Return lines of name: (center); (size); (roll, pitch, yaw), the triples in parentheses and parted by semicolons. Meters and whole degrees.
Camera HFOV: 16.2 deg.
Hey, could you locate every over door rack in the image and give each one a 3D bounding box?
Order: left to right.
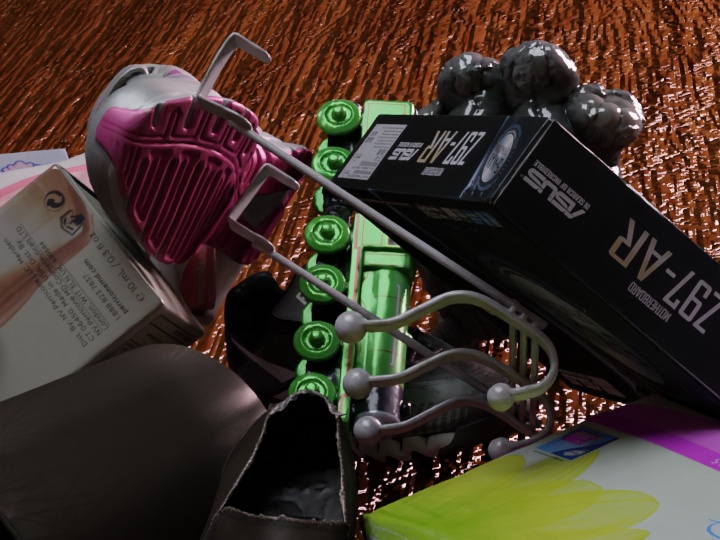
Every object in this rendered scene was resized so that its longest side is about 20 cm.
over door rack: (0.000, 0.012, 1.081); (0.067, 0.200, 0.148); (-42, -18, -13)

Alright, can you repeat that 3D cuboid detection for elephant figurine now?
elephant figurine: (0.074, -0.009, 1.298); (0.141, 0.155, 0.200); (-42, 27, 37)

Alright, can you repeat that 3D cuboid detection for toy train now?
toy train: (0.000, 0.000, 1.205); (0.056, 0.042, 0.201); (3, 55, 2)

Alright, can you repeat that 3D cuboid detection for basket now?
basket: (-0.129, 0.114, 1.041); (0.180, 0.136, 0.200); (-39, -7, 35)

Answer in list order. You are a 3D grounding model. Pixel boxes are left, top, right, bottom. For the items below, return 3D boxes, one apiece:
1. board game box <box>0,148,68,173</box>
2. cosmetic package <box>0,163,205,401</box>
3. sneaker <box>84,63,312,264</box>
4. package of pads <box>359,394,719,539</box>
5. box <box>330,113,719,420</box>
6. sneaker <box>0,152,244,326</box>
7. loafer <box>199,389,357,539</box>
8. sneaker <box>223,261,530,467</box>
board game box: (-0.232, 0.017, 1.318); (0.199, 0.041, 0.200); (-6, 40, -17)
cosmetic package: (-0.181, 0.052, 1.166); (0.200, 0.087, 0.103); (-39, -11, -1)
sneaker: (-0.094, -0.054, 1.181); (0.088, 0.082, 0.200); (31, 0, 14)
package of pads: (0.105, 0.117, 0.959); (0.154, 0.068, 0.200); (-21, 18, -24)
box: (0.086, -0.001, 1.074); (0.044, 0.160, 0.200); (-53, 18, -9)
sneaker: (-0.134, -0.004, 1.264); (0.104, 0.076, 0.200); (27, 37, 31)
loafer: (-0.039, 0.122, 0.955); (0.073, 0.072, 0.200); (5, 42, -1)
sneaker: (-0.002, 0.040, 1.238); (0.066, 0.091, 0.200); (-29, 23, -38)
